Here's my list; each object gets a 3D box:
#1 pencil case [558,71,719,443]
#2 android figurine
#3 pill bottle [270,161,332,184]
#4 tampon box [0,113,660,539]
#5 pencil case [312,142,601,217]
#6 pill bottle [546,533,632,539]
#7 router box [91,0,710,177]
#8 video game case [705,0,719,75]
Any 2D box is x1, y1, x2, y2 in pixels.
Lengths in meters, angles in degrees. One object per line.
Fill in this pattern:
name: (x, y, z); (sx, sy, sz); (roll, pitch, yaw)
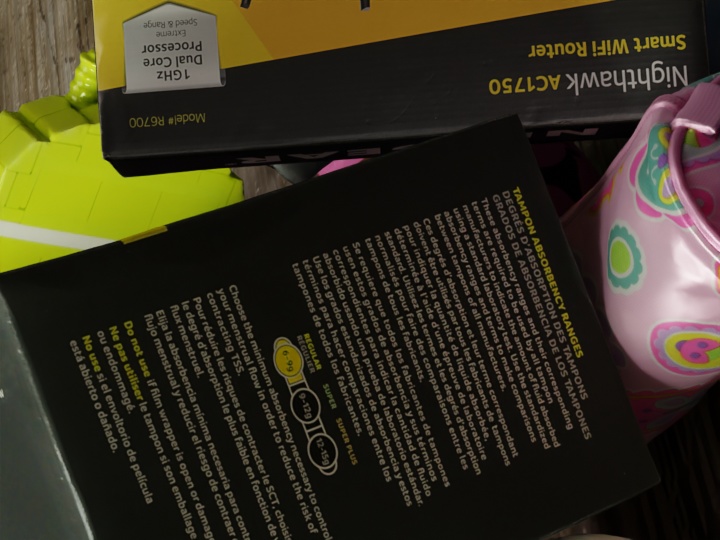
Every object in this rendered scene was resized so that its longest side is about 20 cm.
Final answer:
pencil case: (0.082, 0.014, 0.844); (0.200, 0.087, 0.088); (-43, 40, 51)
android figurine: (-0.122, 0.006, 1.071); (0.041, 0.181, 0.201); (37, 113, 47)
pill bottle: (-0.029, -0.111, 1.126); (0.113, 0.111, 0.200); (-68, 25, 19)
tampon box: (-0.041, 0.052, 0.783); (0.150, 0.199, 0.127); (-26, 85, 52)
pencil case: (0.000, 0.000, 0.976); (0.200, 0.090, 0.094); (-38, 63, 31)
pill bottle: (0.055, 0.144, 0.801); (0.200, 0.111, 0.112); (-30, 51, 59)
router box: (0.010, -0.114, 0.849); (0.051, 0.198, 0.151); (78, -173, -85)
video game case: (0.135, -0.158, 0.893); (0.201, 0.022, 0.182); (-65, 26, 25)
